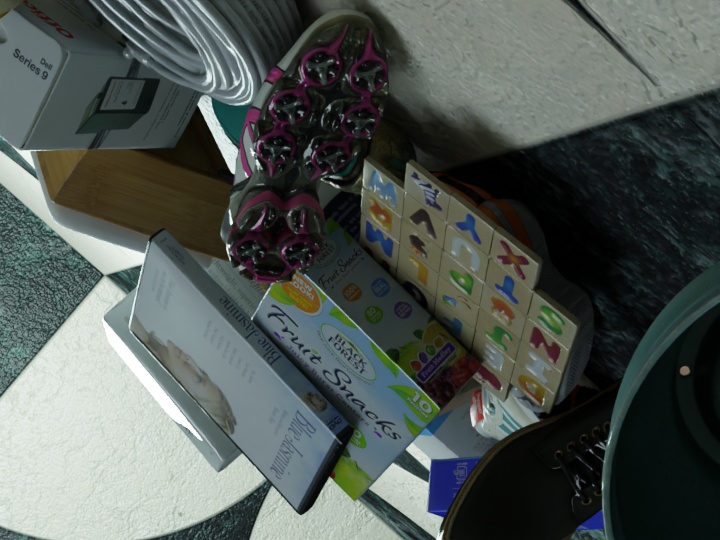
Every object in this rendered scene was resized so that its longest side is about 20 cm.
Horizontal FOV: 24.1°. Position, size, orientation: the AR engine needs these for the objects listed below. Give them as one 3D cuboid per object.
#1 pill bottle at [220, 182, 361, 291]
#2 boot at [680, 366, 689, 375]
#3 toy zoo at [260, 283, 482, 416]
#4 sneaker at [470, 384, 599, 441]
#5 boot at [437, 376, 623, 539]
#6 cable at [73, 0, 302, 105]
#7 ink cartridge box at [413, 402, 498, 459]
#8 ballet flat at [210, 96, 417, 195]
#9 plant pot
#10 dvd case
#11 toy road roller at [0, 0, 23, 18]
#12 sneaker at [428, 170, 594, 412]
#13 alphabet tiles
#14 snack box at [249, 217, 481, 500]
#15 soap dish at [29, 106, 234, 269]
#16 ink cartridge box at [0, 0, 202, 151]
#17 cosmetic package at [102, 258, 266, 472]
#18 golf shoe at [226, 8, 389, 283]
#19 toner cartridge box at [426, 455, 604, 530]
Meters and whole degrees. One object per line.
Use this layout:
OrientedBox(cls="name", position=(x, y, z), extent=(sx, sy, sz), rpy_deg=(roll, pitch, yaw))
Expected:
OrientedBox(cls="pill bottle", position=(0.000, 0.000, 1.247), extent=(0.199, 0.116, 0.116), rpy_deg=(37, 169, 13))
OrientedBox(cls="boot", position=(0.252, 0.080, 0.848), extent=(0.199, 0.074, 0.154), rpy_deg=(34, 176, -38))
OrientedBox(cls="toy zoo", position=(0.003, 0.041, 1.347), extent=(0.200, 0.021, 0.131), rpy_deg=(40, -160, 16))
OrientedBox(cls="sneaker", position=(0.113, 0.097, 1.253), extent=(0.093, 0.071, 0.200), rpy_deg=(-9, 150, 29))
OrientedBox(cls="boot", position=(0.143, 0.115, 1.034), extent=(0.078, 0.200, 0.138), rpy_deg=(51, 165, 1))
OrientedBox(cls="cable", position=(-0.120, -0.185, 1.054), extent=(0.199, 0.069, 0.200), rpy_deg=(33, 166, 28))
OrientedBox(cls="ink cartridge box", position=(0.109, 0.156, 1.476), extent=(0.200, 0.068, 0.116), rpy_deg=(42, 169, -10))
OrientedBox(cls="ballet flat", position=(-0.031, -0.093, 1.143), extent=(0.199, 0.071, 0.071), rpy_deg=(29, 164, 51))
OrientedBox(cls="plant pot", position=(0.199, 0.068, 0.729), extent=(0.200, 0.200, 0.134), rpy_deg=(42, -164, -10))
OrientedBox(cls="dvd case", position=(-0.091, 0.077, 1.219), extent=(0.200, 0.018, 0.143), rpy_deg=(45, 150, 12))
OrientedBox(cls="toy road roller", position=(-0.282, -0.270, 1.086), extent=(0.199, 0.147, 0.123), rpy_deg=(26, 159, 8))
OrientedBox(cls="sneaker", position=(0.085, 0.004, 1.125), extent=(0.112, 0.077, 0.201), rpy_deg=(35, 158, 44))
OrientedBox(cls="alphabet tiles", position=(0.062, 0.012, 1.049), extent=(0.166, 0.006, 0.200), rpy_deg=(39, 158, 17))
OrientedBox(cls="snack box", position=(-0.012, 0.068, 1.176), extent=(0.142, 0.053, 0.200), rpy_deg=(43, 150, 5))
OrientedBox(cls="soap dish", position=(-0.186, -0.093, 1.365), extent=(0.156, 0.082, 0.200), rpy_deg=(18, -157, -28))
OrientedBox(cls="ink cartridge box", position=(-0.221, -0.159, 1.224), extent=(0.146, 0.085, 0.200), rpy_deg=(37, -161, 19))
OrientedBox(cls="cosmetic package", position=(-0.101, 0.050, 1.496), extent=(0.165, 0.200, 0.165), rpy_deg=(50, 169, 4))
OrientedBox(cls="golf shoe", position=(-0.041, -0.088, 1.026), extent=(0.072, 0.093, 0.201), rpy_deg=(9, 135, -20))
OrientedBox(cls="toner cartridge box", position=(0.157, 0.166, 1.268), extent=(0.199, 0.044, 0.095), rpy_deg=(-9, 158, 36))
